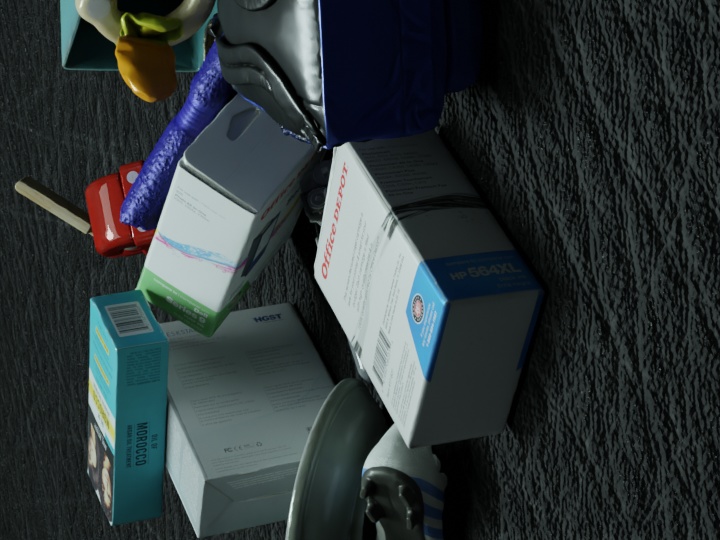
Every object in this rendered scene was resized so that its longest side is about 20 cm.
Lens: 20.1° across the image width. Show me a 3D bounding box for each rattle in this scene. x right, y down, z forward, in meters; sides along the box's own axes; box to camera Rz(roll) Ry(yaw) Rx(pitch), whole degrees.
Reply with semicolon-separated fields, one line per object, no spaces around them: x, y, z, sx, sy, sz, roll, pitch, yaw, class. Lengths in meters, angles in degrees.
-0.159;-0.269;1.798;0.200;0.130;0.143;-44;17;11;rattle

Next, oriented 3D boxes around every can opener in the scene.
0.000;0.000;1.682;0.067;0.053;0.201;51;-161;-67;can opener

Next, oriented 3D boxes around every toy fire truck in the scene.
-0.235;-0.058;1.961;0.176;0.199;0.129;39;-142;-79;toy fire truck

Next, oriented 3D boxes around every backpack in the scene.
-0.016;-0.182;1.473;0.200;0.167;0.163;28;121;56;backpack

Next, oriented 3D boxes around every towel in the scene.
-0.139;-0.134;1.761;0.200;0.049;0.148;-58;-5;16;towel

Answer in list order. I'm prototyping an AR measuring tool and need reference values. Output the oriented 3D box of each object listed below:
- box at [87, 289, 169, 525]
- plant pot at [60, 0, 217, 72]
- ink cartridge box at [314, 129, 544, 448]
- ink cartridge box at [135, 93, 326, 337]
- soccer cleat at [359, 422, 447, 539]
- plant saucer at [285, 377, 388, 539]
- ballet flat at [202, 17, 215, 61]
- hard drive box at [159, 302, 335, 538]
-0.208;0.123;1.798;0.082;0.049;0.201;-125;33;-48;box
-0.220;-0.316;1.972;0.141;0.141;0.201;124;140;-58;plant pot
0.045;0.008;1.507;0.200;0.084;0.146;-119;31;-43;ink cartridge box
-0.108;-0.059;1.756;0.087;0.145;0.200;32;143;6;ink cartridge box
0.046;0.199;1.615;0.200;0.070;0.086;83;-153;-44;soccer cleat
-0.006;0.189;1.653;0.200;0.050;0.201;10;-90;-74;plant saucer
-0.126;-0.139;1.872;0.068;0.075;0.201;6;106;25;ballet flat
-0.102;0.129;1.813;0.200;0.155;0.077;-119;29;-43;hard drive box
